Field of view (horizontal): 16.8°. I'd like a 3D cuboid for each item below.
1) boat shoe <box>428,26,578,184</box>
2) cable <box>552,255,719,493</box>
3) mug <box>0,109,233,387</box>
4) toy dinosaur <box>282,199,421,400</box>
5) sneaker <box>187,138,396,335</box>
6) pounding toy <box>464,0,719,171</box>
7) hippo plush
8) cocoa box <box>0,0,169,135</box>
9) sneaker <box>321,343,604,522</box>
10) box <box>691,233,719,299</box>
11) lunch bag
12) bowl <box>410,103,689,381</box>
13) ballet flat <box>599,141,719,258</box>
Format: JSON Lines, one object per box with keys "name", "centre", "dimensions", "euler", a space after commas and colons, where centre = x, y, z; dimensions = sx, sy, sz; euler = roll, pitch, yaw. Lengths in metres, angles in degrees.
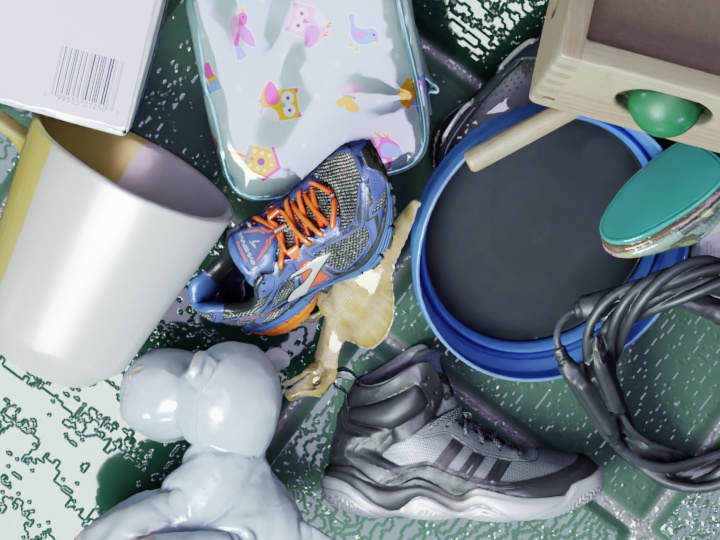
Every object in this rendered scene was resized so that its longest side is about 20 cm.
{"name": "boat shoe", "centre": [0.132, -0.127, 1.673], "dimensions": [0.200, 0.060, 0.076], "euler": [-45, 97, 4]}
{"name": "cable", "centre": [0.233, 0.073, 1.682], "dimensions": [0.162, 0.051, 0.200], "euler": [-29, 119, 12]}
{"name": "mug", "centre": [-0.193, -0.016, 1.657], "dimensions": [0.149, 0.187, 0.154], "euler": [16, 109, -38]}
{"name": "toy dinosaur", "centre": [0.000, 0.000, 1.659], "dimensions": [0.058, 0.101, 0.201], "euler": [0, 134, -37]}
{"name": "sneaker", "centre": [-0.045, -0.016, 1.606], "dimensions": [0.200, 0.078, 0.076], "euler": [-48, 58, 41]}
{"name": "pounding toy", "centre": [0.184, -0.152, 1.555], "dimensions": [0.183, 0.142, 0.202], "euler": [15, 77, -4]}
{"name": "hippo plush", "centre": [-0.109, 0.131, 1.629], "dimensions": [0.199, 0.159, 0.162], "euler": [2, 100, 35]}
{"name": "cocoa box", "centre": [-0.229, -0.182, 1.618], "dimensions": [0.198, 0.131, 0.135], "euler": [14, 97, -4]}
{"name": "sneaker", "centre": [0.071, 0.112, 1.694], "dimensions": [0.198, 0.076, 0.115], "euler": [0, 100, 1]}
{"name": "box", "centre": [0.329, -0.055, 1.680], "dimensions": [0.198, 0.041, 0.157], "euler": [-1, 97, -2]}
{"name": "lunch bag", "centre": [-0.033, -0.149, 1.657], "dimensions": [0.159, 0.077, 0.202], "euler": [-12, 98, -2]}
{"name": "bowl", "centre": [0.127, -0.022, 1.665], "dimensions": [0.199, 0.039, 0.202], "euler": [-7, 116, -15]}
{"name": "ballet flat", "centre": [0.247, -0.073, 1.626], "dimensions": [0.200, 0.069, 0.071], "euler": [-49, 134, 4]}
